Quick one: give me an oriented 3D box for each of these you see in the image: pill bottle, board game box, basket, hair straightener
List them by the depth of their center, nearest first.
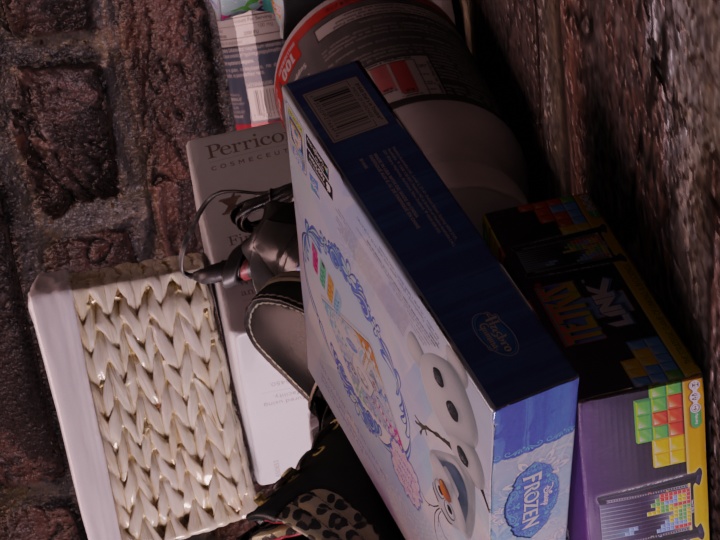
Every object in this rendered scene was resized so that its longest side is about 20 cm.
[{"bbox_3d":[0.028,0.045,0.887,0.200,0.043,0.200,88,156,-49],"label":"board game box"},{"bbox_3d":[0.105,0.093,0.896,0.166,0.056,0.201,-109,10,-61],"label":"board game box"},{"bbox_3d":[0.026,-0.060,1.080,0.200,0.115,0.116,-111,12,-53],"label":"pill bottle"},{"bbox_3d":[-0.031,-0.038,1.319,0.041,0.199,0.077,44,-149,-60],"label":"hair straightener"},{"bbox_3d":[-0.151,0.090,1.418,0.136,0.123,0.201,-140,37,-82],"label":"basket"},{"bbox_3d":[-0.056,-0.202,1.604,0.120,0.119,0.201,-136,36,-80],"label":"pill bottle"}]

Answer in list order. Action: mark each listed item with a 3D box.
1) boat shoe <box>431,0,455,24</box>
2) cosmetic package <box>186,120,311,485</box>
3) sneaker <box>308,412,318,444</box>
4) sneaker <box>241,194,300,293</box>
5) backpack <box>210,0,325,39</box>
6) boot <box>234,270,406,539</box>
[{"bbox_3d":[0.008,-0.208,1.226,0.072,0.065,0.201,94,164,-71],"label":"boat shoe"},{"bbox_3d":[-0.021,0.014,1.433,0.167,0.166,0.201,83,172,-46],"label":"cosmetic package"},{"bbox_3d":[0.030,0.155,1.312,0.201,0.074,0.082,59,177,23],"label":"sneaker"},{"bbox_3d":[0.001,-0.001,1.201,0.077,0.111,0.200,-61,-22,10],"label":"sneaker"},{"bbox_3d":[-0.054,-0.273,1.367,0.178,0.150,0.201,96,167,-75],"label":"backpack"},{"bbox_3d":[-0.017,0.087,1.029,0.203,0.153,0.074,34,135,26],"label":"boot"}]
